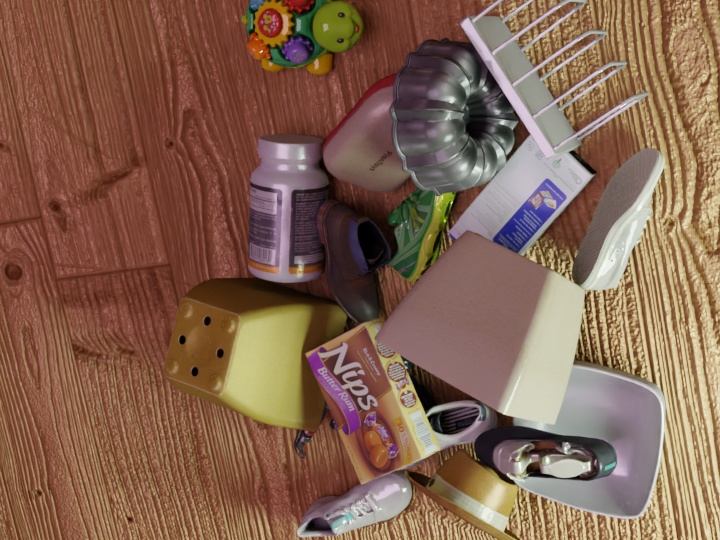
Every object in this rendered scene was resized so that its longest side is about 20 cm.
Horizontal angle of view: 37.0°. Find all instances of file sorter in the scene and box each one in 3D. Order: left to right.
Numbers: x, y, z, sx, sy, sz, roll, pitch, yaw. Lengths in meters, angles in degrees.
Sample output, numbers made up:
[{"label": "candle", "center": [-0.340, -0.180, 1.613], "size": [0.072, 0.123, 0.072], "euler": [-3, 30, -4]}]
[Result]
[{"label": "file sorter", "center": [0.244, -0.260, 1.330], "size": [0.124, 0.139, 0.201], "euler": [-34, 86, 27]}]

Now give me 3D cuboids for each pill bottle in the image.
[{"label": "pill bottle", "center": [-0.104, -0.091, 1.560], "size": [0.116, 0.116, 0.201], "euler": [10, 106, 24]}]

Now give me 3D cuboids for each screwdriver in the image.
[{"label": "screwdriver", "center": [0.059, 0.143, 1.593], "size": [0.200, 0.028, 0.029], "euler": [53, 148, 13]}]

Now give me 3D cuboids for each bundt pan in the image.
[{"label": "bundt pan", "center": [0.129, -0.194, 1.360], "size": [0.076, 0.201, 0.203], "euler": [5, 106, 44]}]

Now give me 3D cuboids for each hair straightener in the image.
[{"label": "hair straightener", "center": [-0.046, 0.195, 1.631], "size": [0.041, 0.077, 0.201], "euler": [27, 100, -7]}]

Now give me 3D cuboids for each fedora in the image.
[{"label": "fedora", "center": [0.160, 0.306, 1.504], "size": [0.200, 0.201, 0.082], "euler": [30, 86, 18]}]

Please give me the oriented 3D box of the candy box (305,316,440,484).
[{"label": "candy box", "center": [0.016, 0.179, 1.492], "size": [0.116, 0.056, 0.201], "euler": [-28, 82, 33]}]

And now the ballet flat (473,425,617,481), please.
[{"label": "ballet flat", "center": [0.234, 0.245, 1.416], "size": [0.199, 0.073, 0.074], "euler": [0, 103, 27]}]

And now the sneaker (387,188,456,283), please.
[{"label": "sneaker", "center": [0.080, -0.079, 1.493], "size": [0.083, 0.074, 0.201], "euler": [23, 112, 16]}]

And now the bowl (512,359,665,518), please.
[{"label": "bowl", "center": [0.310, 0.216, 1.450], "size": [0.199, 0.075, 0.201], "euler": [13, 108, 25]}]

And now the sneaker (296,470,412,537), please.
[{"label": "sneaker", "center": [-0.012, 0.369, 1.643], "size": [0.200, 0.088, 0.076], "euler": [-30, 87, 29]}]

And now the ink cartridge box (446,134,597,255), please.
[{"label": "ink cartridge box", "center": [0.214, -0.089, 1.443], "size": [0.099, 0.039, 0.200], "euler": [45, 116, 10]}]

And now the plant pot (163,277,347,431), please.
[{"label": "plant pot", "center": [-0.170, 0.113, 1.556], "size": [0.195, 0.200, 0.195], "euler": [15, 91, 33]}]

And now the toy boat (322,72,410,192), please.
[{"label": "toy boat", "center": [0.037, -0.205, 1.464], "size": [0.130, 0.131, 0.200], "euler": [19, 147, -23]}]

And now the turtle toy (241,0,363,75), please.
[{"label": "turtle toy", "center": [-0.083, -0.343, 1.494], "size": [0.199, 0.101, 0.147], "euler": [9, 107, 25]}]

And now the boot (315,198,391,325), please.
[{"label": "boot", "center": [0.000, 0.000, 1.522], "size": [0.097, 0.075, 0.201], "euler": [20, 135, 57]}]

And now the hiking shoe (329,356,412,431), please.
[{"label": "hiking shoe", "center": [0.036, 0.185, 1.584], "size": [0.086, 0.075, 0.200], "euler": [34, 132, -3]}]

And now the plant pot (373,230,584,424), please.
[{"label": "plant pot", "center": [0.173, 0.065, 1.363], "size": [0.199, 0.200, 0.178], "euler": [29, 94, 30]}]

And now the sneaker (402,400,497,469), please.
[{"label": "sneaker", "center": [0.092, 0.224, 1.522], "size": [0.199, 0.071, 0.073], "euler": [-23, 57, 12]}]

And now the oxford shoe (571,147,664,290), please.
[{"label": "oxford shoe", "center": [0.338, -0.062, 1.380], "size": [0.057, 0.075, 0.201], "euler": [17, 106, -22]}]
